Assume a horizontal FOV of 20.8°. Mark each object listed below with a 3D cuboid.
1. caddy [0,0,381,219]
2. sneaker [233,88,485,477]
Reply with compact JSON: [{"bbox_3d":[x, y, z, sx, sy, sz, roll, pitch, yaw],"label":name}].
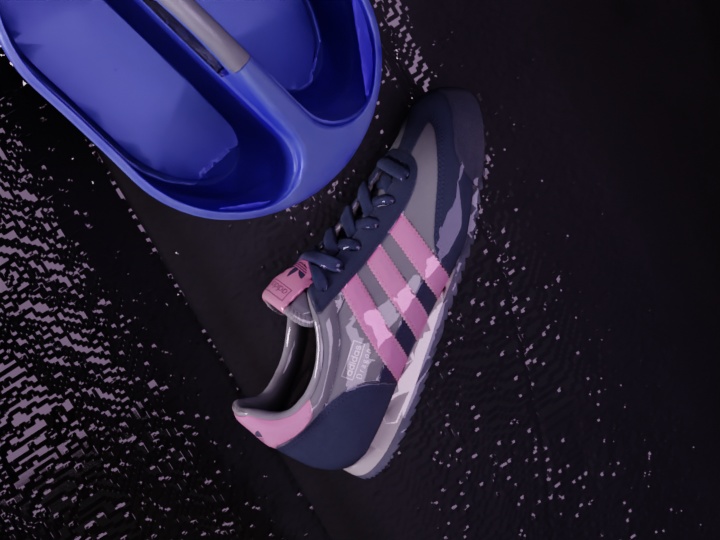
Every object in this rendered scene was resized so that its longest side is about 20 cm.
[{"bbox_3d":[-0.083,-0.116,0.908,0.200,0.105,0.141,43,85,-18],"label":"caddy"},{"bbox_3d":[0.000,0.000,0.962,0.082,0.070,0.200,16,92,-23],"label":"sneaker"}]
